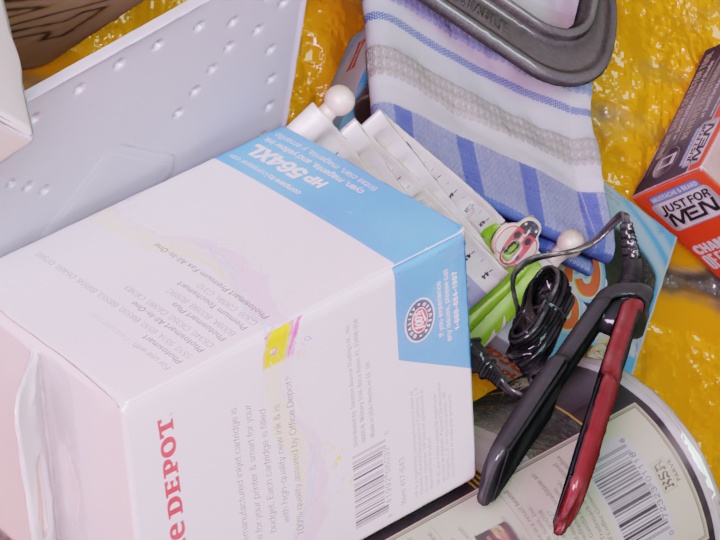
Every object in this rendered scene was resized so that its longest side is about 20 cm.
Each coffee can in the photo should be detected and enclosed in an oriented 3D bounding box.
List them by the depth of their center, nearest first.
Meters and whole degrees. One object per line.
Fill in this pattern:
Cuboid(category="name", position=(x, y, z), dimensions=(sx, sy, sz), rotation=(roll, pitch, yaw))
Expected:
Cuboid(category="coffee can", position=(0.048, 0.141, 1.306), dimensions=(0.200, 0.146, 0.147), rotation=(-25, 91, -37))

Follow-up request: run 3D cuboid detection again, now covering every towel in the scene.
Cuboid(category="towel", position=(0.061, -0.103, 1.424), dimensions=(0.147, 0.024, 0.201), rotation=(24, 46, -31))

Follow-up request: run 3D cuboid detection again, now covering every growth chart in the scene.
Cuboid(category="growth chart", position=(0.000, 0.000, 1.324), dimensions=(0.145, 0.018, 0.200), rotation=(-51, 134, 8))

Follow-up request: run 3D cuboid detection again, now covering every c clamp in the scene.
Cuboid(category="c clamp", position=(0.057, -0.185, 1.441), dimensions=(0.200, 0.027, 0.171), rotation=(37, 43, -14))

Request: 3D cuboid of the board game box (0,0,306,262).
Cuboid(category="board game box", position=(-0.112, -0.036, 1.211), dimensions=(0.200, 0.200, 0.026), rotation=(-32, 64, -27))

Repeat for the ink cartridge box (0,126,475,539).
Cuboid(category="ink cartridge box", position=(-0.068, 0.050, 1.188), dimensions=(0.200, 0.125, 0.129), rotation=(-25, 129, -31))

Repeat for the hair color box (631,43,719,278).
Cuboid(category="hair color box", position=(0.250, -0.024, 1.547), dimensions=(0.200, 0.064, 0.111), rotation=(40, 58, -17))

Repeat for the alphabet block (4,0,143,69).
Cuboid(category="alphabet block", position=(-0.185, -0.189, 1.210), dimensions=(0.196, 0.200, 0.196), rotation=(-18, 87, -37))

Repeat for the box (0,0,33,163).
Cuboid(category="box", position=(-0.220, -0.039, 1.077), dimensions=(0.068, 0.200, 0.082), rotation=(31, 32, -47))

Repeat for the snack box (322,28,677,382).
Cuboid(category="snack box", position=(0.060, -0.020, 1.429), dimensions=(0.200, 0.037, 0.116), rotation=(35, 57, -22))

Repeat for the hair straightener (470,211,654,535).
Cuboid(category="hair straightener", position=(0.083, 0.033, 1.292), dimensions=(0.077, 0.041, 0.200), rotation=(19, 43, 6))
